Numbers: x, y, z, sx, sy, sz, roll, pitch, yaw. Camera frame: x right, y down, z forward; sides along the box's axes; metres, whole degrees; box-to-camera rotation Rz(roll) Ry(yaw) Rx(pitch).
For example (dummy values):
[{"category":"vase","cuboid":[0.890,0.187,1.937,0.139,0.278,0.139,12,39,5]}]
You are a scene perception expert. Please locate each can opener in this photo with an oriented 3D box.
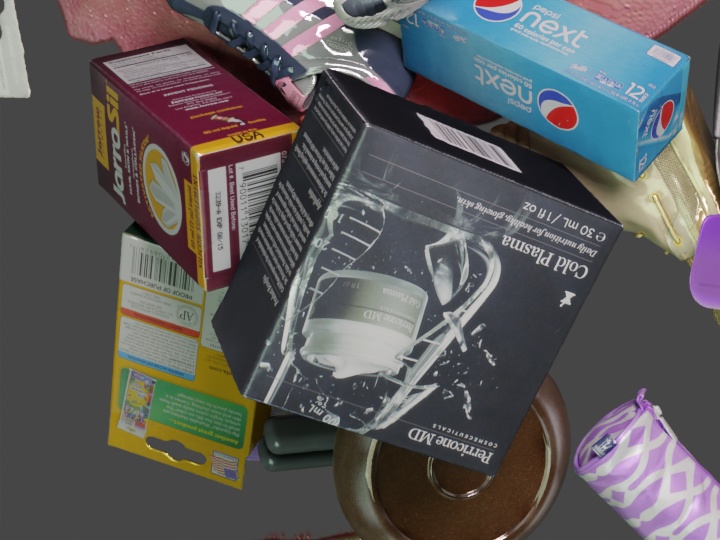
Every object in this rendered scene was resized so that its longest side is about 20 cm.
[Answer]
[{"category":"can opener","cuboid":[0.018,0.140,1.322,0.198,0.067,0.053,1,140,-17]}]

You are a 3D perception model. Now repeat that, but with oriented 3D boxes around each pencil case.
[{"category":"pencil case","cuboid":[0.256,0.184,1.290,0.200,0.084,0.085,44,99,-7]}]

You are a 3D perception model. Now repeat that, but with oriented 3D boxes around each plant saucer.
[{"category":"plant saucer","cuboid":[0.077,0.149,1.301,0.198,0.032,0.202,-3,104,-12]}]

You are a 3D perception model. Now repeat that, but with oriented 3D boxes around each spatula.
[{"category":"spatula","cuboid":[0.251,-0.075,1.130,0.020,0.056,0.202,-10,76,60]}]

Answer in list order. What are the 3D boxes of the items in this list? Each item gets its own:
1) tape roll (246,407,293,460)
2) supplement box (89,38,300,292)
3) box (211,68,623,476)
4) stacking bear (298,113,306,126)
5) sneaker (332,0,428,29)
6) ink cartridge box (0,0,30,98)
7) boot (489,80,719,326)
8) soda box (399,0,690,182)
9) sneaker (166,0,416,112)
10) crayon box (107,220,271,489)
[{"category":"tape roll","cuboid":[-0.096,0.055,1.361,0.198,0.066,0.202,9,120,16]},{"category":"supplement box","cuboid":[-0.123,-0.083,1.224,0.200,0.085,0.111,40,138,49]},{"category":"box","cuboid":[0.034,0.002,1.105,0.198,0.124,0.198,19,108,-22]},{"category":"stacking bear","cuboid":[0.000,0.000,1.227,0.120,0.114,0.202,3,114,-31]},{"category":"sneaker","cuboid":[0.037,-0.257,1.095,0.198,0.079,0.130,-36,88,-12]},{"category":"ink cartridge box","cuboid":[-0.358,-0.222,1.330,0.198,0.050,0.162,2,117,15]},{"category":"boot","cuboid":[0.190,-0.036,1.195,0.154,0.073,0.201,-19,103,25]},{"category":"soda box","cuboid":[0.122,-0.142,1.128,0.199,0.064,0.068,31,149,28]},{"category":"sneaker","cuboid":[-0.056,-0.163,1.195,0.198,0.083,0.070,17,162,1]},{"category":"crayon box","cuboid":[-0.130,0.063,1.310,0.125,0.052,0.202,17,120,12]}]
